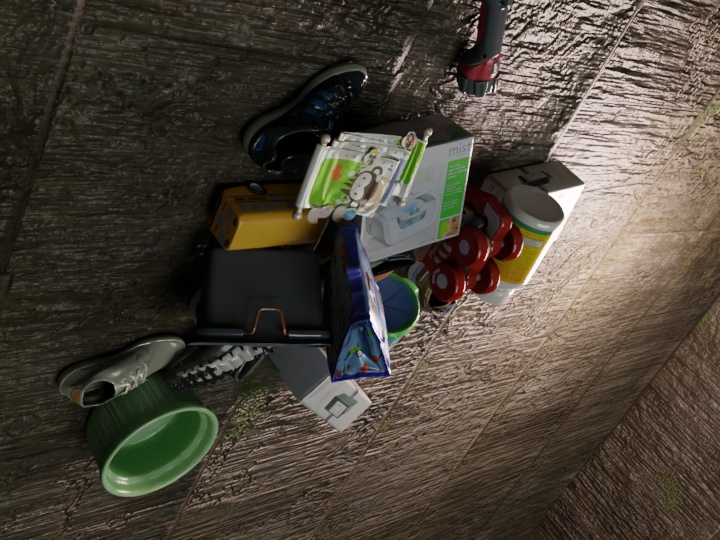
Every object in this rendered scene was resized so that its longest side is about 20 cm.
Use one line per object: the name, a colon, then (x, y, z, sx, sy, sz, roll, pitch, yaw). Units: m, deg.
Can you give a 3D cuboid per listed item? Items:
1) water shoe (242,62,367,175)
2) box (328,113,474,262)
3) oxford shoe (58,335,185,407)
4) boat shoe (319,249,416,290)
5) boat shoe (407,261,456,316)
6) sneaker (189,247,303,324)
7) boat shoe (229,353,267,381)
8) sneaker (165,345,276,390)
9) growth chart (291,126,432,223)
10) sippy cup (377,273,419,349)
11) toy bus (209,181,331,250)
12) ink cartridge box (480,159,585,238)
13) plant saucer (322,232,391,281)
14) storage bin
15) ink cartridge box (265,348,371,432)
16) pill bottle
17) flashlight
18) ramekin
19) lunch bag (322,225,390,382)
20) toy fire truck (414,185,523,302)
water shoe: (-0.060, -0.197, 1.186, 0.199, 0.079, 0.072, -36, 148, -9)
box: (0.059, -0.128, 1.353, 0.198, 0.097, 0.178, -16, 130, -30)
oxford shoe: (-0.345, 0.152, 1.320, 0.199, 0.058, 0.076, -19, 138, -36)
boat shoe: (0.000, 0.001, 1.412, 0.198, 0.067, 0.075, -22, 161, -20)
boat shoe: (0.144, 0.050, 1.712, 0.072, 0.072, 0.200, -40, 148, -1)
sneaker: (-0.161, 0.037, 1.359, 0.199, 0.080, 0.078, -32, 147, -17)
boat shoe: (-0.147, 0.099, 1.451, 0.200, 0.071, 0.072, -48, 153, 6)
sneaker: (-0.218, 0.115, 1.389, 0.198, 0.091, 0.067, -26, 154, -6)
growth chart: (0.002, -0.129, 1.219, 0.198, 0.018, 0.146, -8, 126, -35)
sippy cup: (0.024, 0.090, 1.590, 0.176, 0.141, 0.131, 2, 145, -16)
toy bus: (-0.116, -0.080, 1.267, 0.199, 0.078, 0.065, -7, 135, -43)
ink cartridge box: (0.308, -0.116, 1.681, 0.198, 0.083, 0.148, -16, 140, -36)
plant saucer: (0.027, -0.052, 1.483, 0.199, 0.032, 0.202, -25, 139, -24)
storage bin: (-0.141, 0.039, 1.256, 0.197, 0.136, 0.145, 2, 174, -15)
ink cartridge box: (-0.078, 0.183, 1.563, 0.084, 0.146, 0.200, -41, 149, -2)
pill bottle: (0.265, -0.040, 1.557, 0.112, 0.113, 0.201, -12, 140, -38)
flashlight: (0.178, -0.350, 1.281, 0.067, 0.068, 0.201, 0, 135, 0)
ramekin: (-0.336, 0.255, 1.414, 0.199, 0.098, 0.201, -28, 146, -21)
lunch bag: (-0.011, 0.045, 1.259, 0.093, 0.152, 0.201, -6, 149, -1)
toy fire truck: (0.167, -0.054, 1.496, 0.111, 0.169, 0.201, -10, 142, -38)
